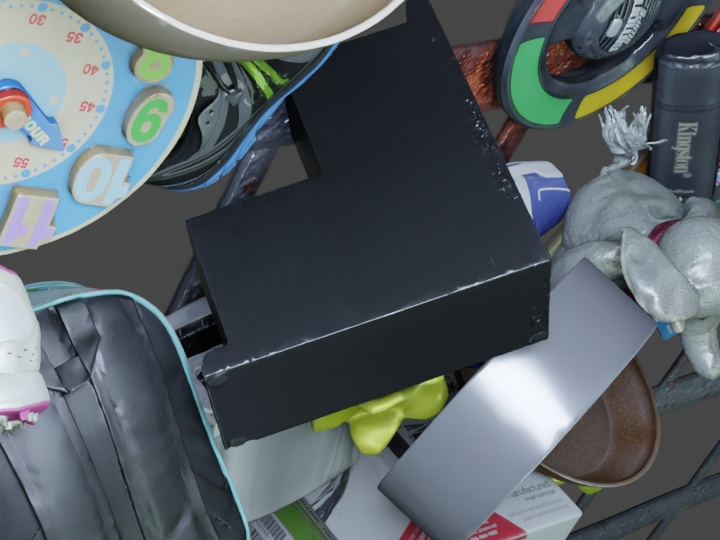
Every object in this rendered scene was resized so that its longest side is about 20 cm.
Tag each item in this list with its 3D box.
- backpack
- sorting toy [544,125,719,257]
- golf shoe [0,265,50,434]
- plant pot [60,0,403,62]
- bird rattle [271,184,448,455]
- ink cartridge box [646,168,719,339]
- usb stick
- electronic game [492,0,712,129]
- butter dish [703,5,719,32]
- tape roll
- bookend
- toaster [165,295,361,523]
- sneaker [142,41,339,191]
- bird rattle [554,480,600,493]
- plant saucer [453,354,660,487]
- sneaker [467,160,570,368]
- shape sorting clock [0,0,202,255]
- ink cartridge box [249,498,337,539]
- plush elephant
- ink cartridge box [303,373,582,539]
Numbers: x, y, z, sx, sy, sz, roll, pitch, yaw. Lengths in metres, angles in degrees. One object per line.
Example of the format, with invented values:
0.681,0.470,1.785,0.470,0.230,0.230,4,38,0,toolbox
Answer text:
-0.174,0.106,1.054,0.175,0.153,0.201,-24,112,-24,backpack
0.241,-0.059,1.484,0.185,0.037,0.200,-5,136,-49,sorting toy
-0.258,0.041,0.936,0.199,0.092,0.075,-2,173,-7,golf shoe
-0.076,-0.174,0.772,0.200,0.201,0.134,-22,-176,-32,plant pot
0.000,0.000,1.134,0.162,0.201,0.113,15,154,-13,bird rattle
0.303,-0.035,1.467,0.199,0.067,0.116,-32,157,5,ink cartridge box
0.234,-0.104,1.325,0.055,0.033,0.200,-7,150,2,usb stick
0.168,-0.172,1.215,0.199,0.042,0.200,-31,152,-18,electronic game
0.352,-0.159,1.354,0.199,0.148,0.200,-5,137,-48,butter dish
0.100,0.086,1.183,0.200,0.066,0.200,-48,174,-6,tape roll
-0.018,-0.030,1.060,0.199,0.200,0.092,-19,150,-7,bookend
-0.081,0.087,1.209,0.199,0.114,0.130,-22,144,-31,toaster
-0.069,-0.116,0.962,0.083,0.071,0.200,-10,144,-54,sneaker
0.180,0.082,1.575,0.163,0.112,0.201,-42,146,-29,bird rattle
0.138,0.084,1.395,0.200,0.201,0.037,-9,150,-46,plant saucer
0.078,0.008,1.287,0.199,0.115,0.081,-24,150,-31,sneaker
-0.168,-0.084,0.882,0.199,0.039,0.201,-17,140,-15,shape sorting clock
-0.006,0.235,1.487,0.076,0.148,0.200,-50,152,17,ink cartridge box
0.218,0.001,1.287,0.164,0.155,0.201,-18,128,-19,plush elephant
0.041,0.150,1.363,0.144,0.200,0.084,-9,137,-45,ink cartridge box
